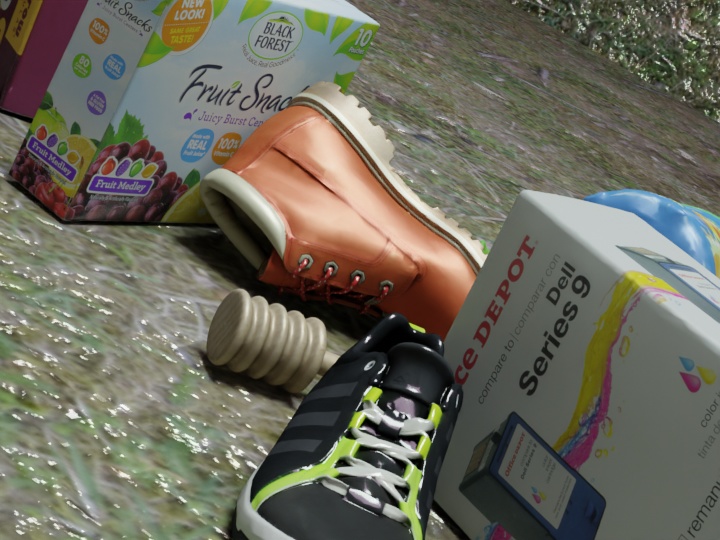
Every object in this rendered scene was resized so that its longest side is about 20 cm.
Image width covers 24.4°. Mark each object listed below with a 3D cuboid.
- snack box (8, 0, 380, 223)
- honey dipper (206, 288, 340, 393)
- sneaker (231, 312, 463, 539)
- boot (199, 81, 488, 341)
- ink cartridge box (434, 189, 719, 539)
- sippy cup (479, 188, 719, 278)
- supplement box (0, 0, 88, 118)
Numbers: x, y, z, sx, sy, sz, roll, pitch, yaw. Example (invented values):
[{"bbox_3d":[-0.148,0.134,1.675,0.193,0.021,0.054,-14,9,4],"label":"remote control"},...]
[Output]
[{"bbox_3d":[-0.086,-0.098,0.923,0.053,0.143,0.200,35,18,25],"label":"snack box"},{"bbox_3d":[0.020,0.058,0.808,0.200,0.038,0.038,21,17,-26],"label":"honey dipper"},{"bbox_3d":[0.001,0.066,0.666,0.072,0.083,0.200,26,16,-5],"label":"sneaker"},{"bbox_3d":[0.000,0.000,0.911,0.107,0.075,0.200,-36,79,-32],"label":"boot"},{"bbox_3d":[0.121,0.077,0.711,0.087,0.146,0.200,12,23,-40],"label":"ink cartridge box"},{"bbox_3d":[0.156,0.016,0.921,0.140,0.177,0.130,68,14,19],"label":"sippy cup"},{"bbox_3d":[-0.184,-0.182,1.050,0.103,0.131,0.200,15,20,-33],"label":"supplement box"}]
